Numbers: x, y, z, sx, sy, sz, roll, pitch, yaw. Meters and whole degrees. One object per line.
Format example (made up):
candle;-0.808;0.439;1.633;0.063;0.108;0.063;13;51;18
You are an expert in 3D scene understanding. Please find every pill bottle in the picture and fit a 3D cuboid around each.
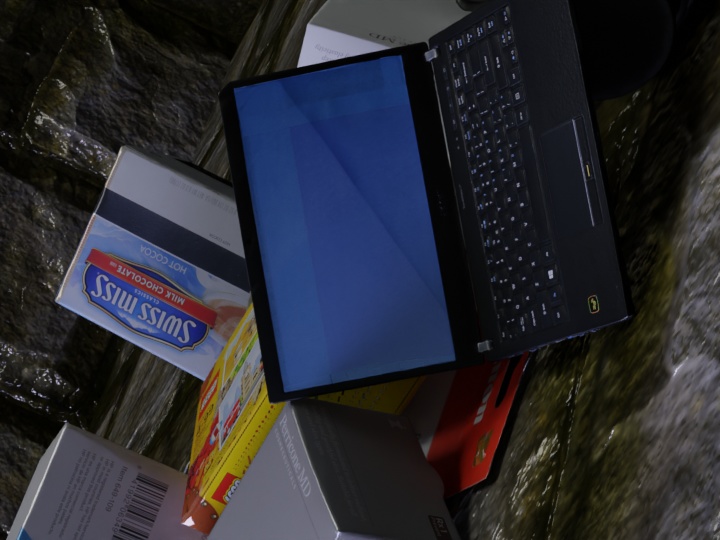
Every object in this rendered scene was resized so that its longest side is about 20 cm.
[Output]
pill bottle;0.129;-0.182;1.059;0.112;0.111;0.201;-58;12;37

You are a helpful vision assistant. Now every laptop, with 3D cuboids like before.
laptop;0.027;-0.039;0.979;0.200;0.103;0.179;-23;76;59

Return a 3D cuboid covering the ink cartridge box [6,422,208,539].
ink cartridge box;-0.131;0.211;1.230;0.148;0.199;0.146;-68;9;-18

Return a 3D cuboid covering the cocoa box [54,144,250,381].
cocoa box;-0.101;0.010;1.460;0.132;0.199;0.133;-65;-16;5

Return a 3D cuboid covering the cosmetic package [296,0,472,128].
cosmetic package;0.027;-0.140;1.299;0.200;0.112;0.082;-66;-9;-67

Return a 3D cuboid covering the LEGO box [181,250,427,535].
LEGO box;-0.023;0.051;1.147;0.201;0.077;0.149;-57;15;26

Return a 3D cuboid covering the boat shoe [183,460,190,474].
boat shoe;-0.122;0.193;1.634;0.072;0.072;0.201;94;-159;-82

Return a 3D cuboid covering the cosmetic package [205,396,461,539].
cosmetic package;-0.034;0.178;1.060;0.201;0.090;0.107;-64;32;28

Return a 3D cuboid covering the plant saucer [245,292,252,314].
plant saucer;0.000;0.000;1.333;0.200;0.050;0.201;-42;-33;-35

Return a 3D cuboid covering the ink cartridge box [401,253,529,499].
ink cartridge box;0.043;0.061;1.124;0.200;0.057;0.163;126;166;-66

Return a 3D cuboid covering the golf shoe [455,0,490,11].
golf shoe;0.131;-0.256;1.285;0.201;0.078;0.094;-54;12;-11
